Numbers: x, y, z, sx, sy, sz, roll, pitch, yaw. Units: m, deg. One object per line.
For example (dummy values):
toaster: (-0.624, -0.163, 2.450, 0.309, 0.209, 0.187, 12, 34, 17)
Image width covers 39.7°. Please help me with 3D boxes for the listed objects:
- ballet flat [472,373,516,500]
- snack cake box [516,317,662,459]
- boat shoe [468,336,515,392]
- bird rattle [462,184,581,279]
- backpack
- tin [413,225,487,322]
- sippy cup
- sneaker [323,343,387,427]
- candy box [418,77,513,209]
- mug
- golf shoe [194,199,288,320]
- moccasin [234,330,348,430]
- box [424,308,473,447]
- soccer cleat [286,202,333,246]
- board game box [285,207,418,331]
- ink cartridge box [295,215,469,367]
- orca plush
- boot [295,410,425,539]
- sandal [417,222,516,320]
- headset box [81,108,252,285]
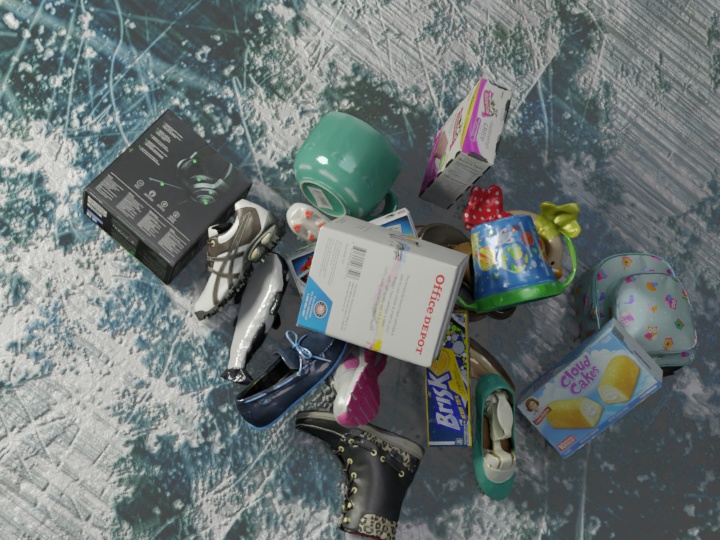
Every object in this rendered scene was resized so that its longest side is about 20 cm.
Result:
ballet flat: (0.206, 0.258, 1.511, 0.067, 0.070, 0.202, -5, 96, -10)
snack cake box: (0.354, 0.183, 1.548, 0.115, 0.200, 0.067, 46, 26, 0)
boat shoe: (0.157, 0.138, 1.576, 0.200, 0.071, 0.065, 41, 100, 1)
bird rattle: (0.263, -0.059, 1.624, 0.198, 0.113, 0.164, 12, 53, -18)
backpack: (0.448, 0.069, 1.639, 0.174, 0.154, 0.202, -4, 68, -13)
tin: (0.140, 0.004, 1.623, 0.199, 0.042, 0.113, 29, 63, -7)
sippy cup: (0.227, -0.013, 1.518, 0.176, 0.139, 0.132, -10, 83, -29)
sneaker: (-0.018, 0.159, 1.477, 0.087, 0.082, 0.201, -9, 30, 17)
candy box: (0.166, -0.199, 1.604, 0.061, 0.200, 0.137, 21, 68, -10)
mug: (-0.016, -0.143, 1.557, 0.184, 0.152, 0.115, 36, 69, -4)
golf shoe: (-0.196, -0.018, 1.465, 0.094, 0.078, 0.200, 38, 105, -5)
moccasin: (-0.096, 0.141, 1.437, 0.200, 0.080, 0.068, -48, 123, -17)
box: (0.133, 0.162, 1.512, 0.069, 0.064, 0.202, -2, 94, 8)
soccer cleat: (-0.037, -0.034, 1.566, 0.069, 0.078, 0.200, -44, 107, 5)
board game box: (0.000, 0.000, 1.522, 0.198, 0.035, 0.127, -21, 106, -3)
ink cartridge box: (0.036, 0.026, 1.409, 0.198, 0.145, 0.149, 18, 102, 9)
orca plush: (-0.139, 0.079, 1.496, 0.071, 0.105, 0.202, 28, 60, -41)
boot: (-0.016, 0.300, 1.463, 0.202, 0.073, 0.155, 20, 71, -9)
sandal: (0.177, -0.003, 1.587, 0.200, 0.055, 0.082, 47, 66, 0)
headset box: (-0.285, -0.115, 1.497, 0.174, 0.093, 0.200, 40, 66, -2)
